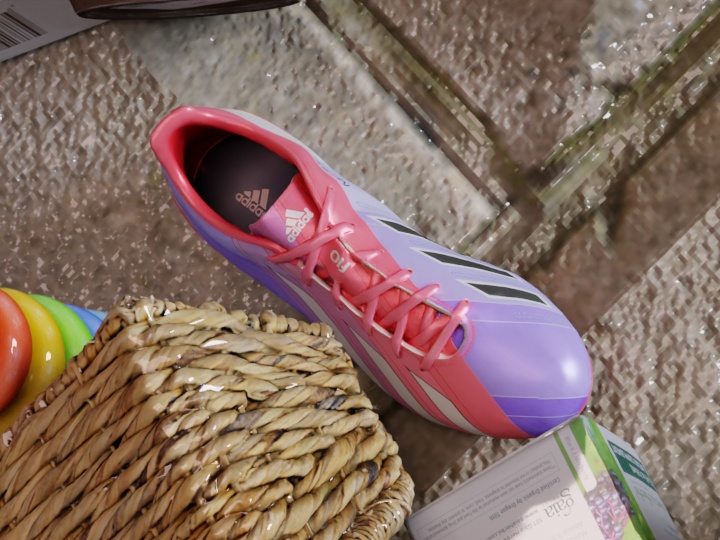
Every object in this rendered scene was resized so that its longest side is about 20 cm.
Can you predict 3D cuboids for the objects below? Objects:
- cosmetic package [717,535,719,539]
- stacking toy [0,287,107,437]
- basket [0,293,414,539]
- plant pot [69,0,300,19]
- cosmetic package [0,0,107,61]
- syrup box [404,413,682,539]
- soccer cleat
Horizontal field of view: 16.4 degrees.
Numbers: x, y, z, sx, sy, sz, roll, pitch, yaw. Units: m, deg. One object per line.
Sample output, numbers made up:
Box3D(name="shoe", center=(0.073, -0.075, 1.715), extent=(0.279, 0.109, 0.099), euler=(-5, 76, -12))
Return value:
Box3D(name="cosmetic package", center=(0.190, 0.087, 0.801), extent=(0.090, 0.200, 0.107), euler=(31, 88, 23))
Box3D(name="stacking toy", center=(-0.131, 0.042, 0.936), extent=(0.085, 0.200, 0.086), euler=(-6, 74, 22))
Box3D(name="basket", center=(-0.064, 0.130, 0.910), extent=(0.200, 0.142, 0.150), euler=(-47, 55, 25))
Box3D(name="plant pot", center=(-0.076, -0.205, 0.999), extent=(0.185, 0.187, 0.202), euler=(-3, 92, 21))
Box3D(name="cosmetic package", center=(-0.180, -0.193, 1.082), extent=(0.101, 0.071, 0.202), euler=(-19, 71, 17))
Box3D(name="syrup box", center=(0.099, 0.161, 0.885), extent=(0.081, 0.079, 0.201), euler=(-31, 68, 12))
Box3D(name="soccer cleat", center=(0.000, 0.000, 0.963), extent=(0.200, 0.076, 0.067), euler=(36, 92, 25))
